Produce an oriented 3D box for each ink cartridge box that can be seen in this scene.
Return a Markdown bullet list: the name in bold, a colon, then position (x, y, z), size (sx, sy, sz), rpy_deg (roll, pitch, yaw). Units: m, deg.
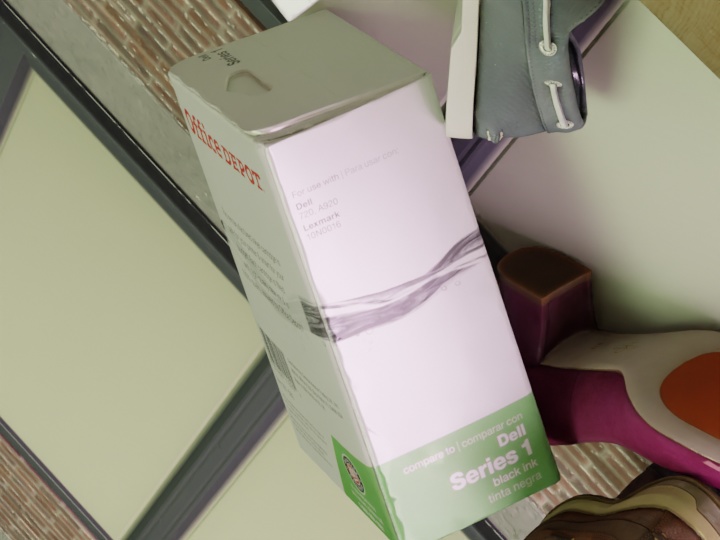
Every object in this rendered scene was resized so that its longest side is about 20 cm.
- **ink cartridge box**: position (0.000, 0.000, 1.280), size (0.146, 0.084, 0.201), rpy_deg (40, 151, 64)

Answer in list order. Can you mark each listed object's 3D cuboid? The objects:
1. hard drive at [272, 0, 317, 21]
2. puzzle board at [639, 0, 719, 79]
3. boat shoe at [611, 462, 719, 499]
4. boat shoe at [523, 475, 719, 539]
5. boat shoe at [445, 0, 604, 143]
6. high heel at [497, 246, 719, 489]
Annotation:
- **hard drive**: position (-0.057, -0.202, 1.130), size (0.026, 0.132, 0.200), rpy_deg (-32, 99, 32)
- **puzzle board**: position (0.178, -0.102, 1.022), size (0.151, 0.017, 0.200), rpy_deg (46, 153, 10)
- **boat shoe**: position (0.188, 0.147, 1.279), size (0.200, 0.065, 0.072), rpy_deg (35, 173, 32)
- **boat shoe**: position (0.097, 0.139, 1.255), size (0.072, 0.067, 0.200), rpy_deg (55, 156, 1)
- **boat shoe**: position (0.071, -0.123, 1.126), size (0.062, 0.073, 0.200), rpy_deg (8, 141, 0)
- **high heel**: position (0.128, 0.069, 1.266), size (0.200, 0.067, 0.096), rpy_deg (42, 147, 48)
